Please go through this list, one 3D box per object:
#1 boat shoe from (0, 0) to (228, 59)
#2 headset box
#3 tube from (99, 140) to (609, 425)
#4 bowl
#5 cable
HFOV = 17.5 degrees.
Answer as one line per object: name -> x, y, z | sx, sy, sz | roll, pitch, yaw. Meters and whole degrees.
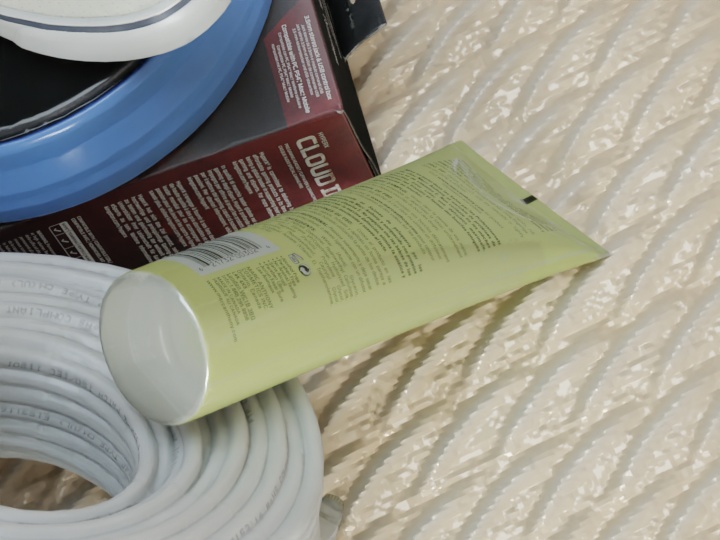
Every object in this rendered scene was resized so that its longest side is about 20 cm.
boat shoe -> -0.134, -0.141, 0.787 | 0.201, 0.086, 0.075 | 29, 74, 26
headset box -> -0.087, -0.076, 0.890 | 0.199, 0.077, 0.150 | -19, 61, 6
tube -> 0.000, 0.000, 0.798 | 0.052, 0.199, 0.058 | -19, 93, 45
bowl -> -0.129, -0.114, 0.854 | 0.199, 0.039, 0.202 | -7, 62, 13
cable -> -0.108, 0.071, 0.754 | 0.199, 0.070, 0.200 | 17, 33, 4
